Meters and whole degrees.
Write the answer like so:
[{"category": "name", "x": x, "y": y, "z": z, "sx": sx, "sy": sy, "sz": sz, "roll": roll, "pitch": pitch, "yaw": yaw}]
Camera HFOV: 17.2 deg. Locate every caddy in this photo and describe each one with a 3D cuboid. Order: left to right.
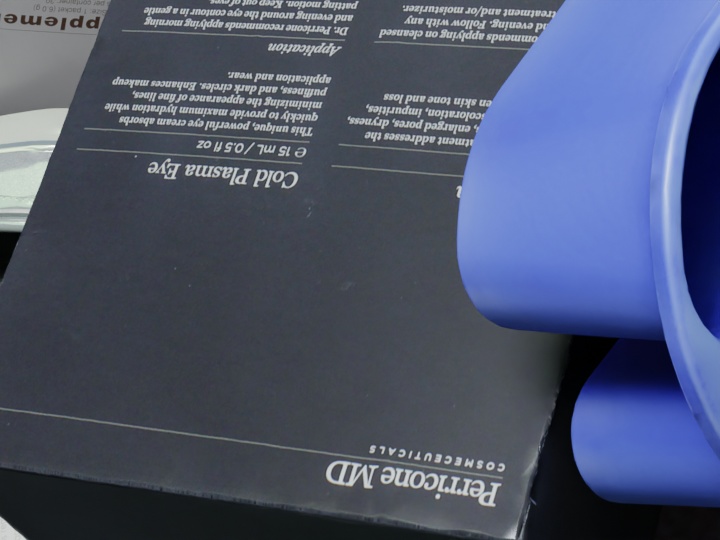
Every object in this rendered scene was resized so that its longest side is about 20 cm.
[{"category": "caddy", "x": 0.119, "y": -0.023, "z": 0.642, "sx": 0.105, "sy": 0.142, "sz": 0.200, "roll": -7, "pitch": 36, "yaw": 44}]

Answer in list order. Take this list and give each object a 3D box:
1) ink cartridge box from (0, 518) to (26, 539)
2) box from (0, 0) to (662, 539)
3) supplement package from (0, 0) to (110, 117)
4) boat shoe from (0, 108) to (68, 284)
[{"category": "ink cartridge box", "x": -0.186, "y": 0.152, "z": 0.858, "sx": 0.199, "sy": 0.068, "sz": 0.116, "roll": -21, "pitch": 51, "yaw": 13}, {"category": "box", "x": -0.002, "y": 0.011, "z": 0.747, "sx": 0.199, "sy": 0.104, "sz": 0.183, "roll": 6, "pitch": 63, "yaw": 27}, {"category": "supplement package", "x": -0.138, "y": -0.166, "z": 0.947, "sx": 0.119, "sy": 0.201, "sz": 0.122, "roll": 3, "pitch": 47, "yaw": -15}, {"category": "boat shoe", "x": -0.184, "y": -0.011, "z": 0.970, "sx": 0.200, "sy": 0.070, "sz": 0.072, "roll": -11, "pitch": 53, "yaw": 19}]
